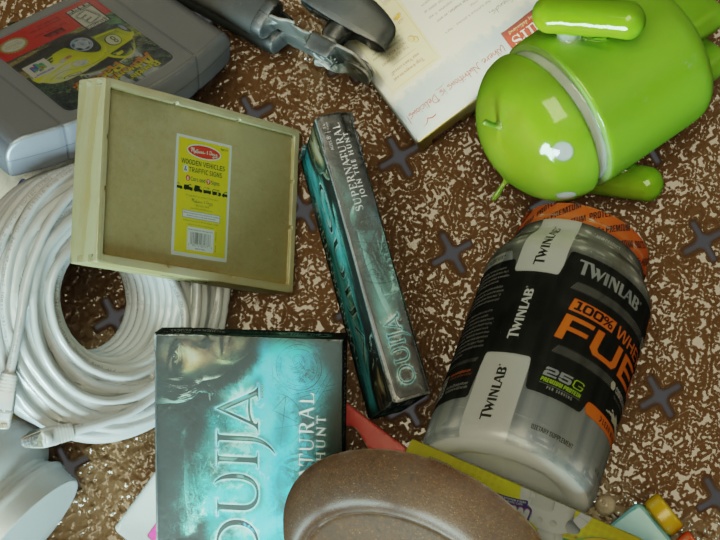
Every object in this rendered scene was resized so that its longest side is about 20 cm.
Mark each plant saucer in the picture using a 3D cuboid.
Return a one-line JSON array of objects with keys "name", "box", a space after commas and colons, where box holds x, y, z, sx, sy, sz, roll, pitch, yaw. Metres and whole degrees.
[{"name": "plant saucer", "box": [0.034, 0.203, 1.097, 0.199, 0.201, 0.035, 24, 43, 9]}]

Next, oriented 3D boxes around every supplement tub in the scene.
[{"name": "supplement tub", "box": [0.127, 0.061, 1.160, 0.122, 0.123, 0.201, 17, 62, 8]}, {"name": "supplement tub", "box": [-0.318, 0.133, 1.215, 0.200, 0.145, 0.145, 40, 89, 9]}]

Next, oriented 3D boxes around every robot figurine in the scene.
[{"name": "robot figurine", "box": [0.166, -0.127, 1.189, 0.200, 0.176, 0.116, -34, 49, -17]}]

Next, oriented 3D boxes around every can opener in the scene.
[{"name": "can opener", "box": [-0.064, -0.200, 1.253, 0.200, 0.053, 0.067, 31, 83, 21]}]

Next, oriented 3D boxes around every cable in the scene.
[{"name": "cable", "box": [-0.186, 0.022, 1.201, 0.069, 0.199, 0.201, 0, 90, 50]}]

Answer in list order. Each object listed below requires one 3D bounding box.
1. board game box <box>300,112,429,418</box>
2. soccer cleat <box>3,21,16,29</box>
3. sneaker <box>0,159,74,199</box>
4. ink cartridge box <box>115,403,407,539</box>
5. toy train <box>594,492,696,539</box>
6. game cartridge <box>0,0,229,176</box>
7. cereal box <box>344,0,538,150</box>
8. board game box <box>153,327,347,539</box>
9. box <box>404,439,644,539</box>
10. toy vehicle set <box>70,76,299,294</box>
[{"name": "board game box", "box": [0.000, 0.000, 1.191, 0.028, 0.135, 0.201, -15, 82, -8]}, {"name": "soccer cleat", "box": [-0.325, -0.131, 1.292, 0.199, 0.068, 0.081, -20, 105, 0]}, {"name": "sneaker", "box": [-0.239, -0.055, 1.268, 0.199, 0.081, 0.116, -22, 96, -3]}, {"name": "ink cartridge box", "box": [-0.049, 0.177, 1.232, 0.200, 0.044, 0.174, 36, 90, 9]}, {"name": "toy train", "box": [0.144, 0.214, 1.202, 0.199, 0.056, 0.151, 11, 87, 11]}, {"name": "game cartridge", "box": [-0.200, -0.144, 1.221, 0.200, 0.041, 0.133, -33, 56, -30]}, {"name": "cereal box", "box": [0.044, -0.211, 1.264, 0.144, 0.040, 0.200, -35, 82, 2]}, {"name": "board game box", "box": [-0.077, 0.142, 1.181, 0.134, 0.028, 0.201, 1, 98, 7]}, {"name": "box", "box": [0.113, 0.192, 1.120, 0.199, 0.118, 0.049, 21, 61, 11]}, {"name": "toy vehicle set", "box": [-0.119, -0.055, 1.194, 0.026, 0.200, 0.125, -3, 81, 39]}]
